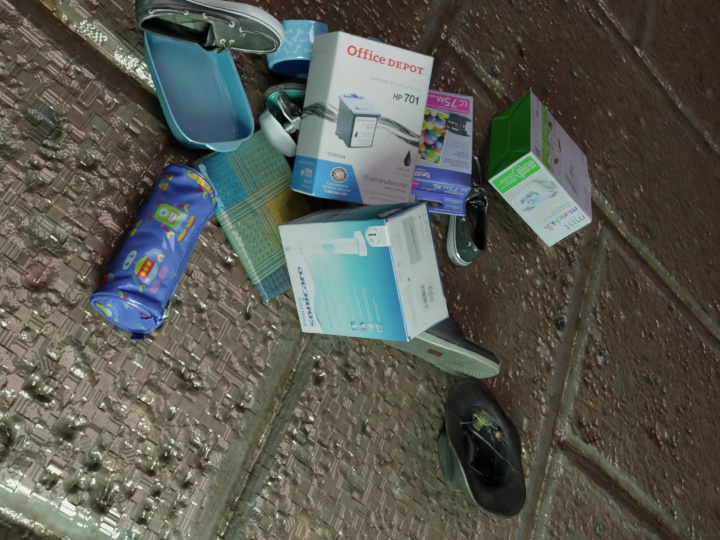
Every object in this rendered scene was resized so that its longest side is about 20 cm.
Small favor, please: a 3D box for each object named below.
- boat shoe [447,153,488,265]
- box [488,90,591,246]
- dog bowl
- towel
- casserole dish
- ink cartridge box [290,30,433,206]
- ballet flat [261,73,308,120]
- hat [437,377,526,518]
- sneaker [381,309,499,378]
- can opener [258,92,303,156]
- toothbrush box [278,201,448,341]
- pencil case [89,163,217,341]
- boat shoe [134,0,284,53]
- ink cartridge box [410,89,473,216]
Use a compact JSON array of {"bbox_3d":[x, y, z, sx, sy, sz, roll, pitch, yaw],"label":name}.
[{"bbox_3d":[0.182,-0.107,1.263,0.068,0.056,0.205,19,64,-33],"label":"boat shoe"},{"bbox_3d":[0.315,-0.180,1.349,0.176,0.096,0.202,41,37,-24],"label":"box"},{"bbox_3d":[-0.050,-0.306,1.114,0.197,0.110,0.051,1,88,-39],"label":"dog bowl"},{"bbox_3d":[-0.127,-0.077,1.030,0.146,0.021,0.203,-34,99,-41],"label":"towel"},{"bbox_3d":[-0.210,-0.235,0.987,0.119,0.039,0.204,-13,78,-42],"label":"casserole dish"},{"bbox_3d":[0.001,-0.191,1.009,0.143,0.086,0.205,6,99,-26],"label":"ink cartridge box"},{"bbox_3d":[-0.060,-0.244,1.117,0.196,0.073,0.075,3,73,-33],"label":"ballet flat"},{"bbox_3d":[0.157,0.262,1.116,0.199,0.080,0.204,34,41,-35],"label":"hat"},{"bbox_3d":[0.125,0.078,1.134,0.197,0.075,0.108,25,58,-15],"label":"sneaker"},{"bbox_3d":[-0.064,-0.163,1.081,0.200,0.066,0.054,46,19,-38],"label":"can opener"},{"bbox_3d":[0.000,0.000,0.972,0.084,0.197,0.150,-23,105,-43],"label":"toothbrush box"},{"bbox_3d":[-0.229,-0.024,0.885,0.085,0.078,0.203,20,60,0],"label":"pencil case"},{"bbox_3d":[-0.188,-0.303,0.973,0.196,0.068,0.058,10,66,-28],"label":"boat shoe"},{"bbox_3d":[0.118,-0.191,1.229,0.116,0.042,0.205,8,70,-8],"label":"ink cartridge box"}]
